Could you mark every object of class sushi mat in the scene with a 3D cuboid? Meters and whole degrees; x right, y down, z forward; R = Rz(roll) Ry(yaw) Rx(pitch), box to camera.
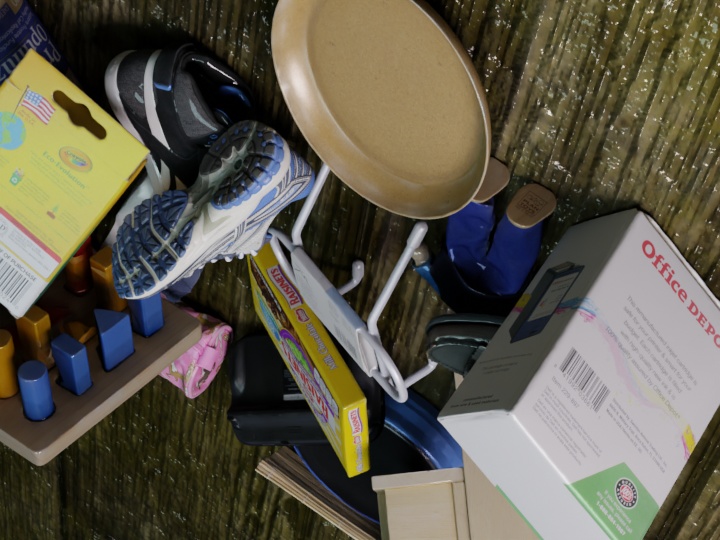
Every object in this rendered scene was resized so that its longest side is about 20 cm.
[{"bbox_3d":[-0.007,0.237,1.786,0.199,0.012,0.096,34,-169,7],"label":"sushi mat"}]

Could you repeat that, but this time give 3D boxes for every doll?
[{"bbox_3d":[0.099,0.004,1.406,0.136,0.049,0.201,31,147,13],"label":"doll"}]

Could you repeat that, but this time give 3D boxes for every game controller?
[{"bbox_3d":[-0.051,0.104,1.650,0.042,0.106,0.199,11,168,-42],"label":"game controller"}]

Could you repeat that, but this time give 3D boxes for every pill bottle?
[{"bbox_3d":[-0.294,-0.150,1.539,0.111,0.112,0.201,-1,132,45],"label":"pill bottle"}]

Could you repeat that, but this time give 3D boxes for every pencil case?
[{"bbox_3d":[-0.214,0.041,1.735,0.199,0.086,0.083,31,117,10],"label":"pencil case"}]

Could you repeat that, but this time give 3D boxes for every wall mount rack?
[{"bbox_3d":[0.000,0.000,1.443,0.200,0.074,0.175,48,162,35],"label":"wall mount rack"}]

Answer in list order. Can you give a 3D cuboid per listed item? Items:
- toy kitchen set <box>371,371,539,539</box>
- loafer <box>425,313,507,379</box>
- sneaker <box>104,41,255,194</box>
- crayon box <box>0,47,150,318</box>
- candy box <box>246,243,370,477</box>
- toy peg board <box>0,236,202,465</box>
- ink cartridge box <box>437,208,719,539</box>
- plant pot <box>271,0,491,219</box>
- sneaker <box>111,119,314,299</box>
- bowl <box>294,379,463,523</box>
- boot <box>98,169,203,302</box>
[{"bbox_3d":[0.111,0.164,1.553,0.198,0.165,0.180,-6,171,3],"label":"toy kitchen set"},{"bbox_3d":[0.143,0.084,1.392,0.198,0.063,0.072,14,153,-2],"label":"loafer"},{"bbox_3d":[-0.117,-0.092,1.475,0.111,0.073,0.201,-1,133,41],"label":"sneaker"},{"bbox_3d":[-0.261,-0.074,1.474,0.127,0.051,0.200,41,118,-6],"label":"crayon box"},{"bbox_3d":[-0.045,0.070,1.559,0.201,0.026,0.103,58,165,36],"label":"candy box"},{"bbox_3d":[-0.276,0.034,1.577,0.198,0.200,0.098,28,140,30],"label":"toy peg board"},{"bbox_3d":[0.168,0.079,1.291,0.146,0.200,0.087,48,150,-19],"label":"ink cartridge box"},{"bbox_3d":[0.018,-0.130,1.308,0.199,0.027,0.201,29,141,27],"label":"plant pot"},{"bbox_3d":[-0.114,-0.032,1.450,0.199,0.078,0.085,-35,144,27],"label":"sneaker"},{"bbox_3d":[0.018,0.171,1.708,0.199,0.039,0.202,26,147,19],"label":"bowl"},{"bbox_3d":[-0.165,-0.037,1.606,0.090,0.073,0.200,35,157,-4],"label":"boot"}]
